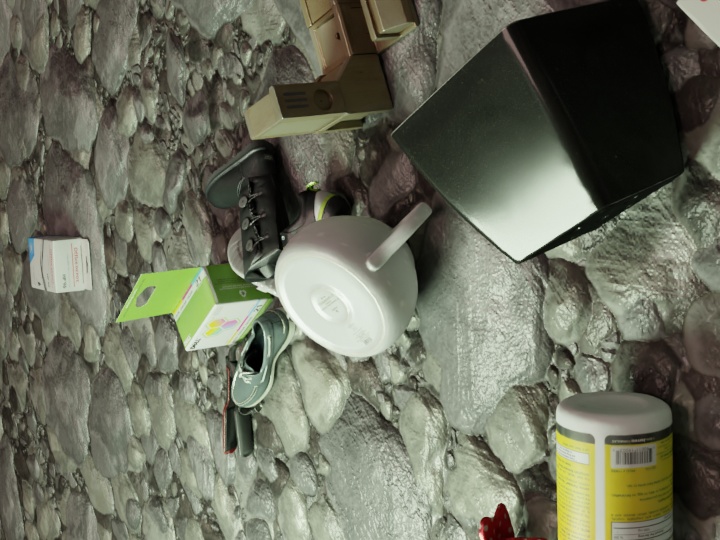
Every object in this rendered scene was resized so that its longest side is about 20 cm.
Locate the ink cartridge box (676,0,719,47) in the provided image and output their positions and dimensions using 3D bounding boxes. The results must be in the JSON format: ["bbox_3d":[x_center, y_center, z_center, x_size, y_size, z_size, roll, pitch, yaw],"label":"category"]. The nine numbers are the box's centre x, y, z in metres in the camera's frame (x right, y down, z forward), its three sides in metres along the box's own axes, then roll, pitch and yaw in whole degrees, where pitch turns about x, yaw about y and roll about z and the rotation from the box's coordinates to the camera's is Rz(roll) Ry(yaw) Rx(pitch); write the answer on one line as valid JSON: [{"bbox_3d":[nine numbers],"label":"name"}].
[{"bbox_3d":[0.372,-0.194,0.777,0.200,0.144,0.147,59,138,30],"label":"ink cartridge box"}]

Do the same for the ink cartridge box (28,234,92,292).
[{"bbox_3d":[-0.656,-0.015,2.310,0.200,0.068,0.116,6,101,54],"label":"ink cartridge box"}]

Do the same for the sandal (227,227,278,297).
[{"bbox_3d":[-0.135,-0.001,1.598,0.203,0.082,0.050,41,170,42],"label":"sandal"}]

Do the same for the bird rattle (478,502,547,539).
[{"bbox_3d":[0.134,0.374,1.212,0.113,0.163,0.200,42,140,20],"label":"bird rattle"}]

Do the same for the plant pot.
[{"bbox_3d":[0.189,-0.124,1.024,0.199,0.200,0.178,-38,79,50],"label":"plant pot"}]

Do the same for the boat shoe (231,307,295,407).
[{"bbox_3d":[-0.167,0.139,1.644,0.073,0.062,0.200,46,126,25],"label":"boat shoe"}]

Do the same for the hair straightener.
[{"bbox_3d":[-0.186,0.209,1.733,0.077,0.041,0.200,7,96,32],"label":"hair straightener"}]

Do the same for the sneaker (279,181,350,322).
[{"bbox_3d":[-0.075,-0.027,1.484,0.083,0.072,0.200,26,108,22],"label":"sneaker"}]

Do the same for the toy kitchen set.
[{"bbox_3d":[-0.047,-0.289,1.315,0.163,0.180,0.200,-23,82,52],"label":"toy kitchen set"}]

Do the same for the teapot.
[{"bbox_3d":[0.000,0.000,1.343,0.200,0.146,0.198,13,134,31],"label":"teapot"}]

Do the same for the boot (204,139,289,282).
[{"bbox_3d":[-0.168,-0.070,1.591,0.165,0.066,0.200,-41,54,44],"label":"boot"}]

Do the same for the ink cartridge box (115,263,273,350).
[{"bbox_3d":[-0.261,0.061,1.659,0.148,0.200,0.076,-51,56,46],"label":"ink cartridge box"}]

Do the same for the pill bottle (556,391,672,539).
[{"bbox_3d":[0.251,0.228,1.049,0.112,0.112,0.200,8,102,54],"label":"pill bottle"}]
